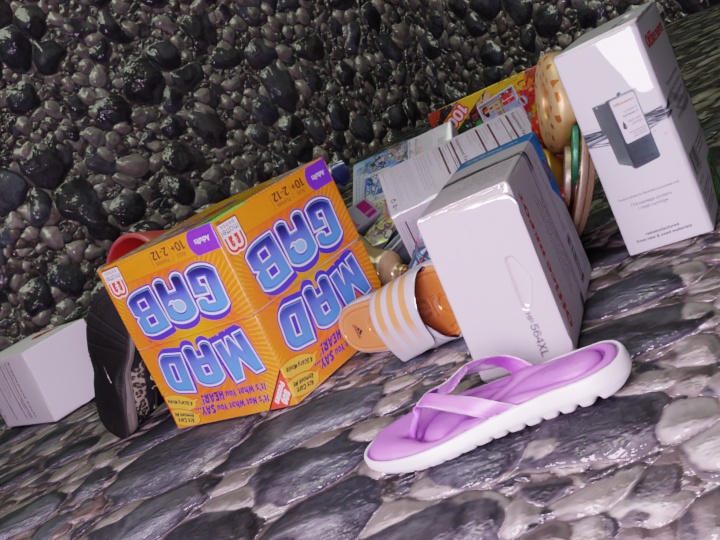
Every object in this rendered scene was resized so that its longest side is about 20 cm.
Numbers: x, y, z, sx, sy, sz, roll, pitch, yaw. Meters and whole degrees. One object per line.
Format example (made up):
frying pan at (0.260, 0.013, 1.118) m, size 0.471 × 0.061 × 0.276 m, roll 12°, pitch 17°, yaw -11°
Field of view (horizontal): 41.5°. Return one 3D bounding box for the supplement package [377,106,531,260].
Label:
supplement package at (0.138, -0.094, 1.175) m, size 0.198 × 0.114 × 0.110 m, roll -24°, pitch 35°, yaw 7°

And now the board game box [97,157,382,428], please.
board game box at (-0.122, 0.026, 1.054) m, size 0.198 × 0.202 × 0.200 m, roll -17°, pitch 14°, yaw 40°

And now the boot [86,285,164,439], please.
boot at (-0.250, 0.086, 1.152) m, size 0.073 × 0.206 × 0.153 m, roll 23°, pitch 32°, yaw 29°

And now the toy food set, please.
toy food set at (0.198, -0.108, 0.992) m, size 0.048 × 0.201 × 0.200 m, roll 2°, pitch -21°, yaw -5°

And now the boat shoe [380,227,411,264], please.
boat shoe at (0.000, 0.000, 1.273) m, size 0.198 × 0.062 × 0.073 m, roll -29°, pitch 14°, yaw -10°

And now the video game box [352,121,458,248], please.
video game box at (0.073, -0.115, 1.449) m, size 0.180 × 0.047 × 0.202 m, roll -20°, pitch 45°, yaw 22°

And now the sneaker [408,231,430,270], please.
sneaker at (0.089, -0.019, 0.990) m, size 0.199 × 0.096 × 0.079 m, roll -36°, pitch 9°, yaw 34°

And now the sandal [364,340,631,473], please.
sandal at (0.089, 0.084, 0.669) m, size 0.200 × 0.050 × 0.083 m, roll -24°, pitch 10°, yaw 15°

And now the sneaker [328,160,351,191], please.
sneaker at (-0.112, -0.221, 2.652) m, size 0.198 × 0.081 × 0.115 m, roll -33°, pitch 14°, yaw 1°

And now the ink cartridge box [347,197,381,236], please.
ink cartridge box at (-0.059, -0.003, 1.282) m, size 0.119 × 0.042 × 0.201 m, roll -41°, pitch -11°, yaw -52°

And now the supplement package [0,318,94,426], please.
supplement package at (-0.510, 0.167, 1.536) m, size 0.199 × 0.121 × 0.121 m, roll -14°, pitch 14°, yaw 47°

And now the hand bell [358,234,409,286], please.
hand bell at (0.061, 0.003, 1.104) m, size 0.198 × 0.106 × 0.104 m, roll -1°, pitch 24°, yaw 41°

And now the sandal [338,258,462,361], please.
sandal at (0.032, 0.054, 0.914) m, size 0.059 × 0.080 × 0.206 m, roll -35°, pitch 5°, yaw -38°

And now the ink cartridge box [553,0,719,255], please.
ink cartridge box at (0.268, -0.138, 0.903) m, size 0.082 × 0.202 × 0.147 m, roll -18°, pitch 12°, yaw 30°

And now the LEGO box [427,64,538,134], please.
LEGO box at (0.226, -0.213, 1.498) m, size 0.198 × 0.151 × 0.077 m, roll -21°, pitch -4°, yaw 28°

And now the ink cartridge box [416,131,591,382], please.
ink cartridge box at (0.129, -0.019, 0.807) m, size 0.083 × 0.148 × 0.200 m, roll -20°, pitch 11°, yaw 23°

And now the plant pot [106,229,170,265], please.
plant pot at (-0.345, 0.011, 1.767) m, size 0.199 × 0.203 × 0.176 m, roll -17°, pitch 4°, yaw 39°
